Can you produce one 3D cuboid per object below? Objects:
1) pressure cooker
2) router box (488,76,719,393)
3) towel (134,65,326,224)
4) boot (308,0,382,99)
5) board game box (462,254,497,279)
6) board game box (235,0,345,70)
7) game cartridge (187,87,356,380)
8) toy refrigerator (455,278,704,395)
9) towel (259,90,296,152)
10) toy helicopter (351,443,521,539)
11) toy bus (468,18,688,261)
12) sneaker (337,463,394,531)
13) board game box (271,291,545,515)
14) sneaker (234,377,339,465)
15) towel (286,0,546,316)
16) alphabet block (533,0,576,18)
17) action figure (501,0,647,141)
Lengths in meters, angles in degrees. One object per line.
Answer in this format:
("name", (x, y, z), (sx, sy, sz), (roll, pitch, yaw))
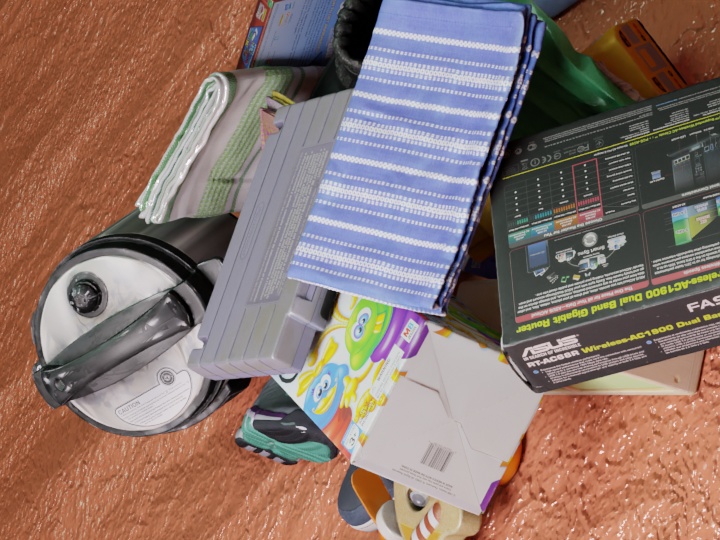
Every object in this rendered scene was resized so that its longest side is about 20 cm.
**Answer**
("pressure cooker", (-0.176, 0.043, 2.037), (0.200, 0.178, 0.177), (-41, -32, -66))
("router box", (0.179, -0.026, 1.470), (0.199, 0.062, 0.151), (-16, 52, 19))
("towel", (-0.082, -0.103, 2.015), (0.031, 0.199, 0.150), (46, 121, 26))
("boot", (0.003, -0.143, 1.921), (0.158, 0.079, 0.212), (-168, 94, -86))
("board game box", (0.092, -0.098, 1.814), (0.135, 0.045, 0.200), (-63, 27, 20))
("board game box", (-0.064, -0.157, 2.016), (0.019, 0.103, 0.201), (47, 136, 27))
("game cartridge", (-0.045, -0.023, 1.653), (0.129, 0.038, 0.201), (-4, 63, 55))
("toy refrigerator", (0.138, 0.046, 1.604), (0.200, 0.076, 0.070), (-4, 71, 62))
("towel", (-0.032, -0.031, 1.928), (0.143, 0.023, 0.201), (29, 131, 55))
("toy helicopter", (0.043, 0.193, 1.709), (0.132, 0.079, 0.201), (-23, 61, 57))
("toy bus", (0.127, -0.083, 1.654), (0.200, 0.065, 0.078), (-40, -5, 28))
("sneaker", (-0.007, 0.097, 1.785), (0.203, 0.146, 0.077), (-61, 30, 27))
("board game box", (0.023, 0.062, 1.608), (0.103, 0.105, 0.200), (-62, 27, 7))
("sneaker", (-0.051, 0.100, 1.928), (0.088, 0.074, 0.200), (-69, 12, -11))
("towel", (0.032, -0.078, 1.540), (0.144, 0.024, 0.201), (14, 82, 46))
("alphabet block", (0.097, -0.317, 1.764), (0.195, 0.196, 0.201), (-30, 49, 52))
("action figure", (0.136, -0.099, 1.570), (0.119, 0.199, 0.055), (-64, -16, 22))
